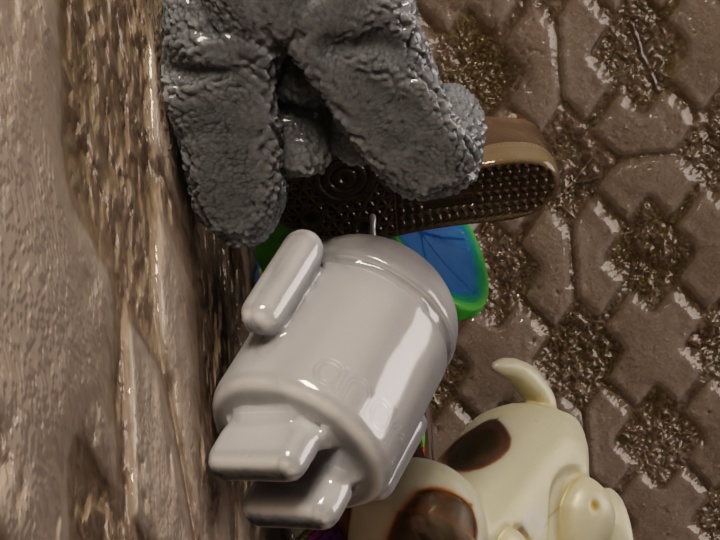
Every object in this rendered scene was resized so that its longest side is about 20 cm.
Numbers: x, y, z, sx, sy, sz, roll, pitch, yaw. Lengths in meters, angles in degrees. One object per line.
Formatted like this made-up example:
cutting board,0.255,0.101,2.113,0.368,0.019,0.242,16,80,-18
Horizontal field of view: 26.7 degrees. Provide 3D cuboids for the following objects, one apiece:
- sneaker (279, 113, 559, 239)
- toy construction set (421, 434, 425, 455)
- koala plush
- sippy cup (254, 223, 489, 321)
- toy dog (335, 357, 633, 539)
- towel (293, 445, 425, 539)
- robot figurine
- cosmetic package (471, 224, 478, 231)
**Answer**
sneaker,0.024,-0.067,0.973,0.076,0.199,0.071,-102,-164,-51
toy construction set,0.018,0.089,1.229,0.131,0.092,0.201,82,27,-51
koala plush,-0.026,-0.149,0.880,0.200,0.176,0.185,-80,155,-57
sippy cup,0.000,0.000,1.067,0.178,0.130,0.140,44,27,-27
toy dog,0.080,0.169,1.032,0.199,0.139,0.195,-9,107,-44
towel,0.008,0.218,1.068,0.200,0.023,0.144,-39,118,-46
robot figurine,-0.012,0.059,0.894,0.170,0.112,0.200,61,43,-34
cosmetic package,0.040,-0.106,1.363,0.107,0.090,0.200,42,-8,-30
